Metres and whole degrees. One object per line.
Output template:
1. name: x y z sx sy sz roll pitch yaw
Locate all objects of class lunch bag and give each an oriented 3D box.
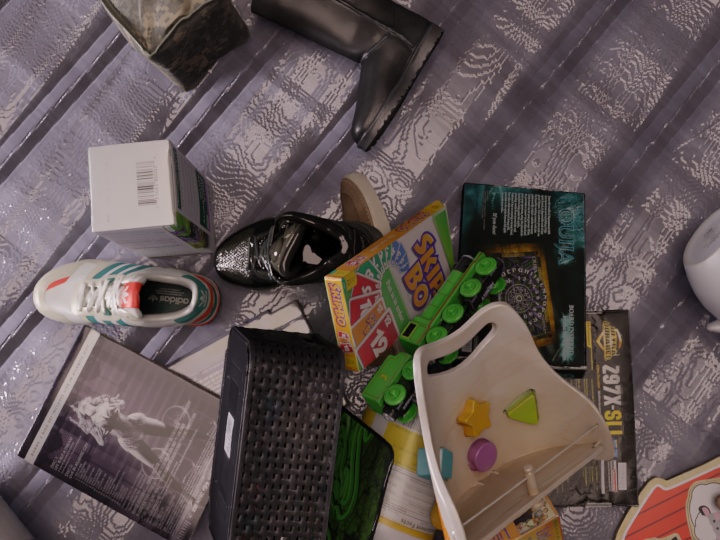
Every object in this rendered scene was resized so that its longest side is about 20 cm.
1. lunch bag: -0.220 -0.306 0.997 0.117 0.164 0.201 -40 86 1

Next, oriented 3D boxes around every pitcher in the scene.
1. pitcher: 0.417 0.044 0.997 0.199 0.121 0.172 38 100 -8

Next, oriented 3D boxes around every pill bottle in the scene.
1. pill bottle: 0.034 0.213 0.968 0.110 0.112 0.203 23 84 2

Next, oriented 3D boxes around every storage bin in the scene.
1. storage bin: -0.083 0.163 0.918 0.092 0.135 0.204 5 93 -16

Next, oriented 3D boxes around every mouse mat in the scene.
1. mouse mat: -0.029 0.238 0.934 0.007 0.160 0.203 13 96 -28

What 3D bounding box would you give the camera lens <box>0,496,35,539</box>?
1. camera lens: -0.393 0.295 0.931 0.160 0.160 0.200 -41 86 -5

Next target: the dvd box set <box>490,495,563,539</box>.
1. dvd box set: 0.108 0.302 0.947 0.198 0.147 0.030 -28 53 -3

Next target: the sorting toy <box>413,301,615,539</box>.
1. sorting toy: 0.115 0.133 0.888 0.198 0.106 0.183 -27 107 -30

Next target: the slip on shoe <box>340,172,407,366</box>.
1. slip on shoe: 0.000 0.000 1.010 0.060 0.076 0.204 -12 91 -17

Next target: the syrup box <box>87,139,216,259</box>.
1. syrup box: -0.199 -0.064 0.952 0.080 0.200 0.080 -5 84 2

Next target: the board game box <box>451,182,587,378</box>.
1. board game box: 0.166 0.007 0.999 0.133 0.028 0.203 5 64 2

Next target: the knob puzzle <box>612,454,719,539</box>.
1. knob puzzle: 0.347 0.309 1.001 0.215 0.030 0.224 0 84 0

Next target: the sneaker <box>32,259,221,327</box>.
1. sneaker: -0.246 0.022 0.995 0.196 0.093 0.072 4 83 0

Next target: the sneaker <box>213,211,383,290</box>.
1. sneaker: -0.084 -0.021 0.966 0.196 0.114 0.078 1 85 31

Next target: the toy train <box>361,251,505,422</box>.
1. toy train: 0.072 0.061 0.937 0.056 0.042 0.201 16 60 43

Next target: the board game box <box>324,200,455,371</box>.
1. board game box: 0.040 0.009 0.956 0.030 0.199 0.097 6 118 35

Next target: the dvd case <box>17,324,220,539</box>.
1. dvd case: -0.230 0.168 0.988 0.198 0.016 0.150 27 87 2

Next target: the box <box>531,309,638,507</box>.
1. box: 0.202 0.143 1.009 0.157 0.049 0.204 -1 83 -3

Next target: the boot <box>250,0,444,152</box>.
1. boot: -0.033 -0.244 1.040 0.198 0.066 0.166 32 76 0

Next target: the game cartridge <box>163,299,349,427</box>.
1. game cartridge: -0.126 0.130 1.016 0.198 0.038 0.131 -28 81 -3
